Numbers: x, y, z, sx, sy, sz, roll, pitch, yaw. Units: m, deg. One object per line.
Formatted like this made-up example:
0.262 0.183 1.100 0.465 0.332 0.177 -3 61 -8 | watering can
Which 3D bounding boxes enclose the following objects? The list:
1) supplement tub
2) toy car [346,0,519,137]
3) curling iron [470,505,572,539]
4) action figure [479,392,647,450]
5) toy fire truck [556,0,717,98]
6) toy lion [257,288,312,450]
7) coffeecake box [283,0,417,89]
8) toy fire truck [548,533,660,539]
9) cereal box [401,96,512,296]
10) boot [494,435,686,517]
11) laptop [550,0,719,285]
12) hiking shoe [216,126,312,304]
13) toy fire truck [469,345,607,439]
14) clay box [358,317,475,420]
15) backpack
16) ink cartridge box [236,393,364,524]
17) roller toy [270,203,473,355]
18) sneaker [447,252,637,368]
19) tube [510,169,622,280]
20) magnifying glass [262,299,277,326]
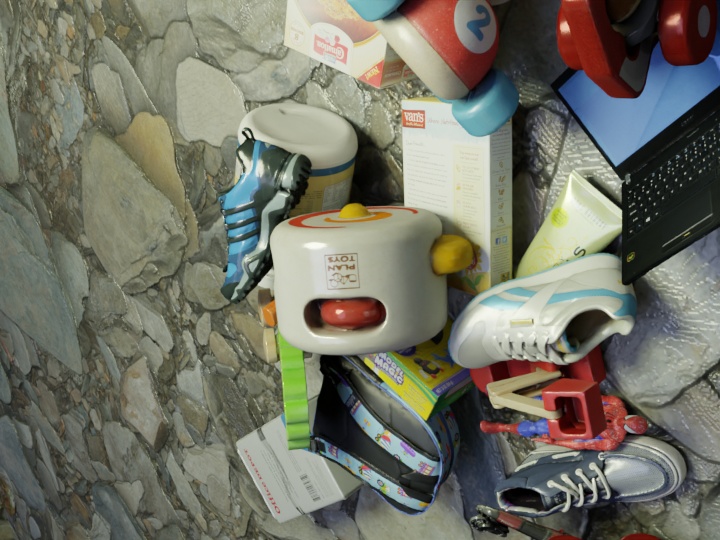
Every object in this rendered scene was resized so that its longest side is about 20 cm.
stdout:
-0.086 -0.090 1.043 0.144 0.144 0.201 33 129 31 | supplement tub
0.105 -0.266 0.757 0.200 0.184 0.177 -43 31 12 | toy car
0.211 0.298 0.933 0.199 0.026 0.050 20 156 -11 | curling iron
0.218 0.160 0.914 0.199 0.052 0.066 -4 66 45 | action figure
0.198 -0.245 0.638 0.112 0.167 0.201 10 84 43 | toy fire truck
-0.084 0.129 1.034 0.200 0.068 0.193 97 166 -63 | toy lion
0.001 -0.320 0.900 0.153 0.073 0.201 31 129 31 | coffeecake box
0.256 0.371 0.852 0.168 0.198 0.113 -97 8 -57 | toy fire truck
0.102 -0.082 0.902 0.144 0.039 0.201 21 118 53 | cereal box
0.242 0.231 0.899 0.199 0.090 0.073 -22 92 49 | boot
0.252 -0.124 0.710 0.103 0.201 0.177 27 140 -16 | laptop
-0.125 -0.057 0.951 0.086 0.074 0.201 28 114 5 | hiking shoe
0.180 0.115 0.870 0.199 0.141 0.049 -3 107 46 | toy fire truck
0.049 0.076 1.006 0.200 0.115 0.048 42 133 23 | clay box
0.045 0.192 1.049 0.200 0.134 0.184 34 130 31 | backpack
-0.083 0.280 1.260 0.200 0.083 0.146 -36 82 48 | ink cartridge box
0.000 0.000 0.880 0.200 0.182 0.141 12 111 54 | roller toy
0.175 0.055 0.835 0.199 0.081 0.077 -27 128 26 | sneaker
0.195 -0.006 0.870 0.058 0.052 0.200 19 130 -13 | tube
-0.036 0.004 0.996 0.022 0.200 0.080 22 135 41 | magnifying glass
